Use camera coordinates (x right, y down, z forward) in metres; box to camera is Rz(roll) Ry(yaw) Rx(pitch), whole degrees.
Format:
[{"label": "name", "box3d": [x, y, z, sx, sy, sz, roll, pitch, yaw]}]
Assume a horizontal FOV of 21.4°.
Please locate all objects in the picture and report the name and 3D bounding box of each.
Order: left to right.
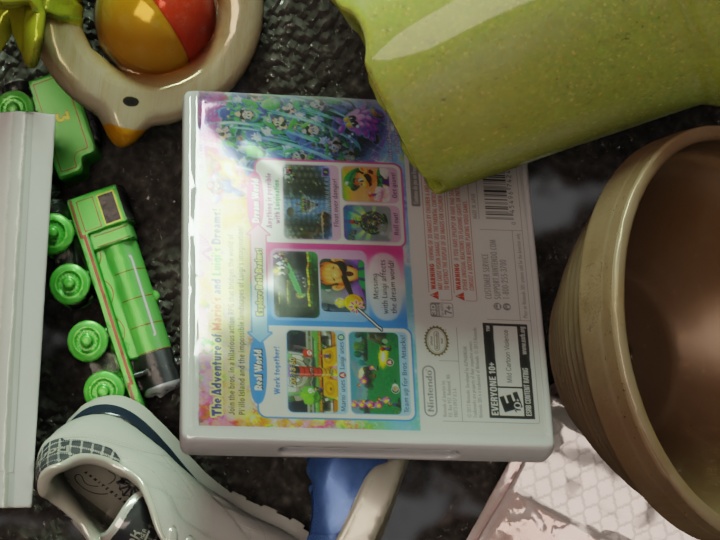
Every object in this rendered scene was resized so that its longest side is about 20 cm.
[{"label": "hard drive", "box3d": [-0.211, 0.019, 1.020, 0.131, 0.026, 0.202, 1, 88, 50]}, {"label": "toy train", "box3d": [-0.147, -0.014, 1.043, 0.056, 0.042, 0.202, -19, 85, -3]}, {"label": "bird rattle", "box3d": [-0.122, -0.161, 1.024, 0.200, 0.112, 0.164, -39, 106, -22]}, {"label": "sneaker", "box3d": [-0.085, 0.150, 0.991, 0.199, 0.081, 0.077, 35, 103, -3]}, {"label": "sneaker", "box3d": [-0.023, 0.068, 0.991, 0.110, 0.077, 0.202, 18, 80, 5]}, {"label": "video game case", "box3d": [0.000, 0.000, 0.958, 0.180, 0.024, 0.202, 2, 60, -8]}, {"label": "plant pot", "box3d": [0.087, -0.134, 0.923, 0.183, 0.200, 0.202, -26, 84, 5]}, {"label": "towel", "box3d": [0.143, 0.186, 0.991, 0.199, 0.032, 0.192, 27, 92, 10]}, {"label": "plant pot", "box3d": [0.158, 0.037, 0.941, 0.092, 0.200, 0.203, -15, 84, 47]}]
